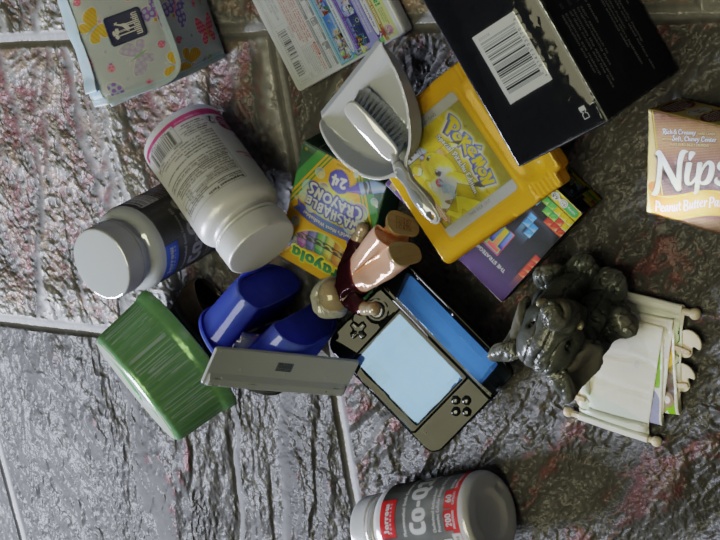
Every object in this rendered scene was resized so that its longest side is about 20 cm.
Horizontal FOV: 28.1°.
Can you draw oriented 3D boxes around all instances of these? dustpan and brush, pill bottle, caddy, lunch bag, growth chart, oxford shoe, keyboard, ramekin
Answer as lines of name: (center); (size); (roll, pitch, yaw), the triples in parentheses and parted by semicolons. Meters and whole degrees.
dustpan and brush: (0.035, -0.135, 1.593); (0.200, 0.057, 0.140); (50, 129, 9)
pill bottle: (-0.175, -0.101, 1.802); (0.200, 0.113, 0.114); (54, 132, 22)
pill bottle: (0.089, 0.324, 1.845); (0.199, 0.114, 0.114); (-17, 101, 39)
caddy: (-0.122, 0.078, 1.832); (0.141, 0.200, 0.105); (43, 112, 9)
lunch bag: (-0.274, -0.303, 1.749); (0.127, 0.200, 0.170); (-6, 107, 37)
growth chart: (0.313, 0.111, 1.650); (0.144, 0.018, 0.201); (22, 122, 25)
oxford shoe: (-0.173, 0.089, 1.947); (0.200, 0.073, 0.085); (42, 127, 11)
keyboard: (-0.096, 0.123, 1.756); (0.011, 0.199, 0.056); (52, 127, 50)
ramekin: (-0.268, 0.134, 1.953); (0.200, 0.098, 0.200); (47, 166, 15)
pill bottle: (-0.270, -0.043, 1.868); (0.113, 0.200, 0.114); (15, 120, 29)

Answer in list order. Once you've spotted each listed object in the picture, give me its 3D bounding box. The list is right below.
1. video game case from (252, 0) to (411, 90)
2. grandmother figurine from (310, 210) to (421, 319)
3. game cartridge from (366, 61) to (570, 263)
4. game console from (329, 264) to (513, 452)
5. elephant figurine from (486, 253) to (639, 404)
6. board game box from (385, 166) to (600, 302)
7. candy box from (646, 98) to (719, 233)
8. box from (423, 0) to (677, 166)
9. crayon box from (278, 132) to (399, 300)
video game case: (-0.052, -0.335, 1.693); (0.182, 0.022, 0.201); (-23, 96, 40)
grandmother figurine: (0.000, 0.000, 1.707); (0.060, 0.122, 0.200); (20, 145, -22)
game cartridge: (0.117, -0.126, 1.592); (0.200, 0.032, 0.177); (-37, 85, 42)
game console: (0.068, 0.104, 1.747); (0.200, 0.116, 0.176); (46, 104, 9)
elephant figurine: (0.206, 0.072, 1.563); (0.141, 0.200, 0.156); (-6, 110, 34)
board game box: (0.148, -0.091, 1.646); (0.200, 0.057, 0.165); (45, 128, 9)
candy box: (0.380, -0.095, 1.445); (0.200, 0.055, 0.116); (23, 125, 47)
box: (0.195, -0.237, 1.448); (0.117, 0.200, 0.197); (-28, 94, 39)
crayon box: (-0.029, -0.055, 1.790); (0.125, 0.052, 0.201); (29, 126, 21)
